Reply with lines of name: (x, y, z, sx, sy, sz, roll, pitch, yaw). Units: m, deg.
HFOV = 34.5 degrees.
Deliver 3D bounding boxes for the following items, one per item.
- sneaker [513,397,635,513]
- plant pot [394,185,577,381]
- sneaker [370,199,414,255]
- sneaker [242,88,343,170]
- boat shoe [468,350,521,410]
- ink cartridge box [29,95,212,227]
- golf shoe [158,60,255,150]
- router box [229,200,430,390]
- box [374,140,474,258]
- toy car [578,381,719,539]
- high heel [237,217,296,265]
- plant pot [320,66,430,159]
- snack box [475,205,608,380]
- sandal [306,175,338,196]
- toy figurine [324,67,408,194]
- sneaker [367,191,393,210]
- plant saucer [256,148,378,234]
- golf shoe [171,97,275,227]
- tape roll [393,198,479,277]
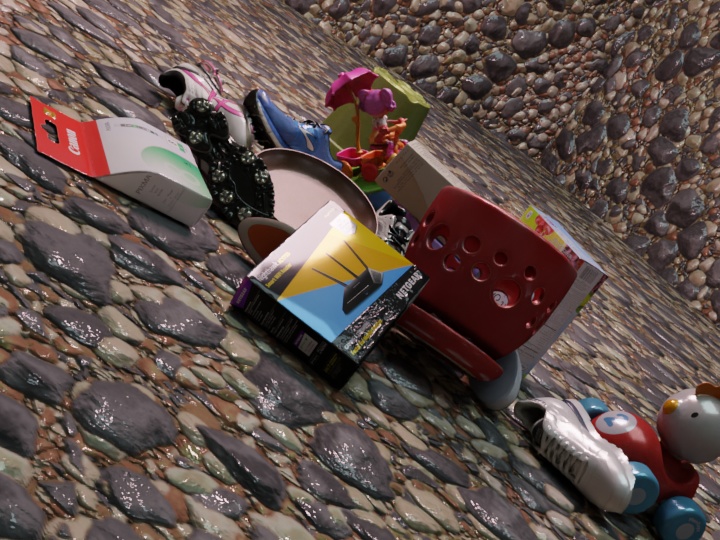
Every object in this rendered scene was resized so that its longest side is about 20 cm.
sneaker: (0.257, 0.223, 1.407, 0.080, 0.077, 0.200, 15, 19, -28)
plant pot: (0.136, 0.023, 1.421, 0.200, 0.183, 0.200, 34, -6, 4)
sneaker: (0.034, -0.035, 1.618, 0.076, 0.088, 0.200, 33, 22, -22)
sneaker: (-0.098, -0.202, 1.736, 0.200, 0.089, 0.078, 49, -12, -34)
boat shoe: (0.181, 0.123, 1.516, 0.065, 0.073, 0.200, 56, 19, -28)
ink cartridge box: (-0.276, -0.140, 1.334, 0.200, 0.050, 0.161, 30, 16, -31)
golf shoe: (-0.226, -0.230, 1.707, 0.092, 0.073, 0.200, -15, 51, -31)
router box: (-0.028, 0.022, 1.261, 0.149, 0.051, 0.200, 37, 37, 4)
box: (0.125, -0.099, 1.736, 0.200, 0.078, 0.095, 43, 13, 3)
toy car: (0.395, 0.206, 1.475, 0.177, 0.200, 0.184, 36, 13, -23)
high heel: (-0.061, 0.006, 1.383, 0.200, 0.067, 0.096, 38, -5, 2)
plant pot: (0.022, -0.251, 2.059, 0.200, 0.190, 0.200, 34, 14, -10)
snack box: (0.235, 0.033, 1.655, 0.068, 0.200, 0.169, 28, 16, -29)
sandal: (-0.043, -0.102, 1.712, 0.206, 0.059, 0.079, 27, 16, -32)
toy figurine: (0.016, -0.226, 1.832, 0.200, 0.185, 0.150, 9, 29, 40)
sneaker: (0.089, -0.102, 1.974, 0.200, 0.080, 0.131, 16, 23, -50)
plant saucer: (-0.069, -0.090, 1.588, 0.200, 0.032, 0.200, 24, 33, -17)
golf shoe: (-0.166, -0.127, 1.477, 0.200, 0.077, 0.088, 58, -10, 17)
tape roll: (0.113, -0.030, 1.798, 0.200, 0.066, 0.200, 41, 13, -12)
